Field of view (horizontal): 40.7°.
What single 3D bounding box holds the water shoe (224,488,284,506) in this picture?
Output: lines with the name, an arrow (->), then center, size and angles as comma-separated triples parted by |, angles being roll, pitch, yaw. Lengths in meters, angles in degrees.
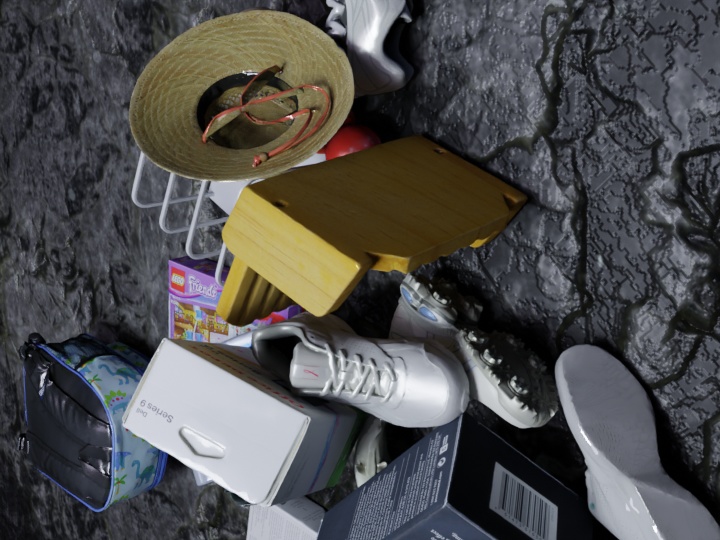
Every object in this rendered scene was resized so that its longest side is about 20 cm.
water shoe -> -0.130, 0.214, 1.062 | 0.072, 0.079, 0.200 | 48, 145, -19

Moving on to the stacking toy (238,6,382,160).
stacking toy -> -0.054, -0.157, 0.913 | 0.200, 0.085, 0.085 | 48, 129, 22

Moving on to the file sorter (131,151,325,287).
file sorter -> -0.113, -0.071, 0.961 | 0.200, 0.124, 0.139 | 40, 126, 28

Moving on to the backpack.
backpack -> -0.313, 0.184, 1.199 | 0.200, 0.147, 0.183 | 25, 116, 40

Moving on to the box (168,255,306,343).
box -> -0.138, 0.073, 1.081 | 0.200, 0.039, 0.137 | 19, 114, 38

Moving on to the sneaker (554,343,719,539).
sneaker -> 0.202, 0.159, 0.774 | 0.200, 0.075, 0.088 | 64, 153, 14

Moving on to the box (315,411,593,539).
box -> 0.070, 0.238, 0.809 | 0.148, 0.107, 0.200 | 38, 124, -13

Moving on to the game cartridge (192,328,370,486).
game cartridge -> -0.095, 0.126, 0.978 | 0.200, 0.040, 0.133 | -21, 79, 13

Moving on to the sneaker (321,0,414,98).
sneaker -> 0.007, -0.252, 0.848 | 0.081, 0.075, 0.200 | 4, 107, 29

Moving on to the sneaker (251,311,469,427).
sneaker -> -0.009, 0.086, 0.791 | 0.200, 0.099, 0.078 | 11, 97, 35

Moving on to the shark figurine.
shark figurine -> 0.027, 0.176, 0.934 | 0.128, 0.090, 0.215 | 0, 112, 9

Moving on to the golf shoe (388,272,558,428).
golf shoe -> 0.088, 0.087, 0.823 | 0.200, 0.078, 0.097 | 48, 118, 51

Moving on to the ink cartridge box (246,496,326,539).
ink cartridge box -> -0.045, 0.346, 1.066 | 0.200, 0.050, 0.161 | 23, 116, 33

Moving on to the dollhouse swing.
dollhouse swing -> 0.000, 0.000, 0.826 | 0.182, 0.200, 0.176 | 35, 129, 32

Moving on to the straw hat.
straw hat -> -0.094, -0.127, 0.848 | 0.201, 0.201, 0.085 | 38, 163, 30

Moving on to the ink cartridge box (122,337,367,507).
ink cartridge box -> -0.093, 0.130, 0.855 | 0.145, 0.200, 0.088 | 26, 91, 16
